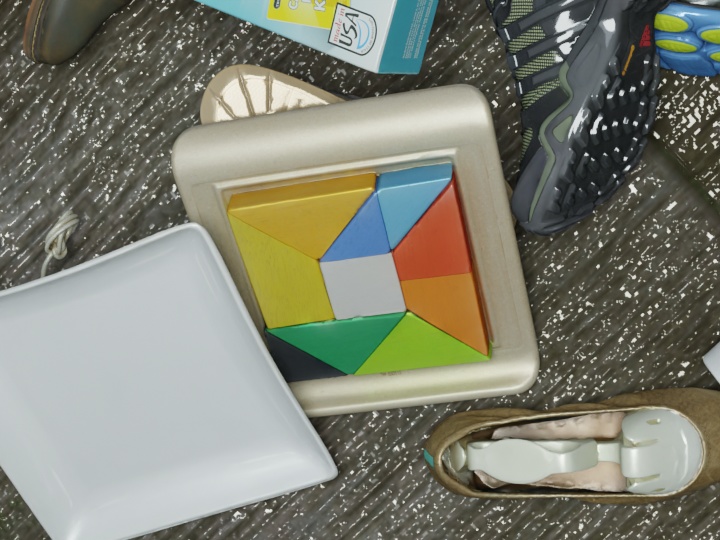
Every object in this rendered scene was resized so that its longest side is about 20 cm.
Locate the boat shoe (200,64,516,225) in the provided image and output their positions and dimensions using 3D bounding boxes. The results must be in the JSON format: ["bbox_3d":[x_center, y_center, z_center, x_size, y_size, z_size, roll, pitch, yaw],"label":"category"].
[{"bbox_3d":[0.000,-0.069,0.881,0.198,0.065,0.072,21,102,-9],"label":"boat shoe"}]

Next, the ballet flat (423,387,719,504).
[{"bbox_3d":[0.132,0.105,0.857,0.198,0.072,0.069,-2,91,11],"label":"ballet flat"}]

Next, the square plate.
[{"bbox_3d":[-0.139,0.073,0.892,0.197,0.029,0.201,-17,121,15],"label":"square plate"}]

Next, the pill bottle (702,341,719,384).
[{"bbox_3d":[0.288,0.013,0.802,0.200,0.111,0.111,-43,84,11],"label":"pill bottle"}]

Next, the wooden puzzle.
[{"bbox_3d":[0.000,0.000,0.857,0.183,0.037,0.201,-7,122,12],"label":"wooden puzzle"}]

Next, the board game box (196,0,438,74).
[{"bbox_3d":[-0.040,-0.208,0.787,0.199,0.047,0.152,25,109,28],"label":"board game box"}]

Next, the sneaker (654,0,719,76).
[{"bbox_3d":[0.233,-0.162,0.836,0.198,0.071,0.083,-5,68,15],"label":"sneaker"}]

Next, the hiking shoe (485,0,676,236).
[{"bbox_3d":[0.113,-0.122,0.819,0.100,0.075,0.202,28,109,40],"label":"hiking shoe"}]

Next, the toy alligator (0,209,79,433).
[{"bbox_3d":[-0.217,0.059,0.933,0.054,0.059,0.201,36,99,8],"label":"toy alligator"}]

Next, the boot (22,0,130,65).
[{"bbox_3d":[-0.117,-0.187,0.895,0.097,0.075,0.200,39,97,10],"label":"boot"}]
